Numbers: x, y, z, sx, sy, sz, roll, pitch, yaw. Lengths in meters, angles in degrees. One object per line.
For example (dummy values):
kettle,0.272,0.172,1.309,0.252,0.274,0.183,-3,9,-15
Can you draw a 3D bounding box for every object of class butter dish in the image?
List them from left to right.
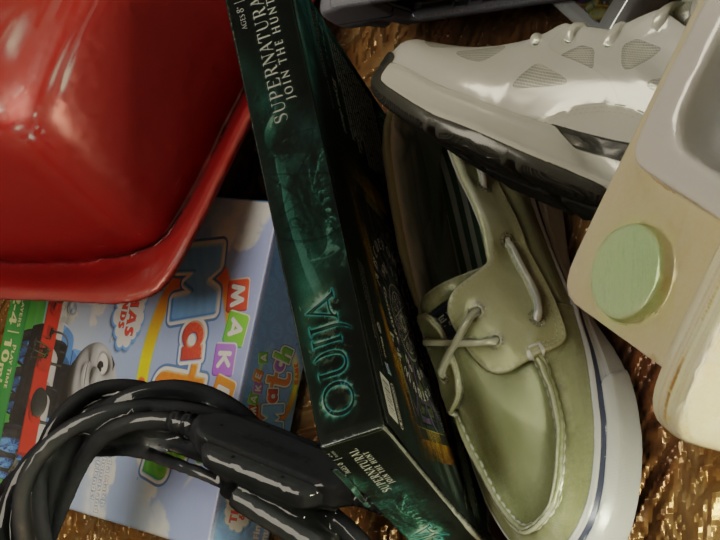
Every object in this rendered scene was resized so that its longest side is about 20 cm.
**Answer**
butter dish,-0.140,-0.099,1.013,0.199,0.148,0.200,1,58,48

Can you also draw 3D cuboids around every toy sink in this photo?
toy sink,0.144,-0.019,0.637,0.112,0.200,0.130,38,109,48

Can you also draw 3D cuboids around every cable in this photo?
cable,-0.068,0.132,0.931,0.200,0.051,0.163,17,108,25

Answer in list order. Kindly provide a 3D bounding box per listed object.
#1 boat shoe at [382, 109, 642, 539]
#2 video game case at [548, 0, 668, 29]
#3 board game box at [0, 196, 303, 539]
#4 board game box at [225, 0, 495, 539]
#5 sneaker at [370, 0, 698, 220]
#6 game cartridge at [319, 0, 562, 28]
boat shoe,0.048,0.021,0.849,0.072,0.062,0.200,-40,51,36
video game case,0.094,-0.208,0.896,0.182,0.023,0.200,-59,43,18
board game box,-0.099,0.039,1.040,0.200,0.037,0.151,7,84,50
board game box,0.000,0.000,0.859,0.028,0.135,0.200,-19,59,11
sneaker,0.106,-0.072,0.789,0.200,0.076,0.115,21,87,29
game cartridge,0.062,-0.168,0.878,0.200,0.041,0.133,-3,73,49
